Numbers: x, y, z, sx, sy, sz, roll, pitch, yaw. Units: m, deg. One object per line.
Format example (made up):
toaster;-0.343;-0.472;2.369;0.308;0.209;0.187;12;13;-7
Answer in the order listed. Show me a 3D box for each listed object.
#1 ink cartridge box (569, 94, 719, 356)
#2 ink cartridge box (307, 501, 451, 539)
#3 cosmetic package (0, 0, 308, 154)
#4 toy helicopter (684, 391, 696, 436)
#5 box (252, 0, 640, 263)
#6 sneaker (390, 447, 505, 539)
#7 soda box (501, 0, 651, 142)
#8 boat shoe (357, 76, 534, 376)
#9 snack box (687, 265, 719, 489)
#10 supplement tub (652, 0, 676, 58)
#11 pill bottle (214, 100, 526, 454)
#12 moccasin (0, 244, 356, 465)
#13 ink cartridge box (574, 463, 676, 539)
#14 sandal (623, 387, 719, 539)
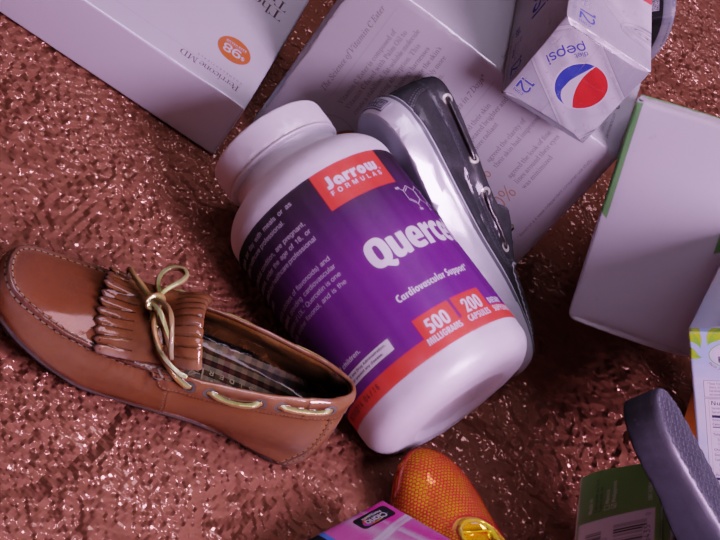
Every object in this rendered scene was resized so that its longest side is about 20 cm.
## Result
ink cartridge box;0.214;-0.033;0.997;0.084;0.147;0.200;19;10;17
ink cartridge box;0.046;0.179;0.714;0.094;0.037;0.200;-20;34;-41
cosmetic package;-0.145;-0.185;0.983;0.200;0.052;0.151;33;42;-10
toy helicopter;0.258;0.112;0.999;0.132;0.079;0.201;45;47;-40
box;0.058;-0.112;0.998;0.200;0.152;0.106;37;39;-6
sneaker;0.076;0.177;0.799;0.073;0.077;0.201;0;52;-38
soda box;0.141;-0.171;0.947;0.063;0.068;0.200;30;38;-13
boat shoe;0.067;-0.027;0.935;0.057;0.069;0.201;-36;110;-25
snack box;0.234;0.060;0.855;0.200;0.053;0.143;-43;130;-59
supplement tub;0.155;-0.209;1.196;0.200;0.123;0.123;-16;64;-48
pill bottle;0.000;0.000;0.875;0.112;0.113;0.200;-19;67;-47
moccasin;-0.096;0.038;0.785;0.201;0.078;0.074;30;40;-14
ink cartridge box;0.184;0.214;0.839;0.200;0.059;0.104;58;30;-29
sandal;0.180;0.156;0.760;0.201;0.043;0.076;63;19;2
